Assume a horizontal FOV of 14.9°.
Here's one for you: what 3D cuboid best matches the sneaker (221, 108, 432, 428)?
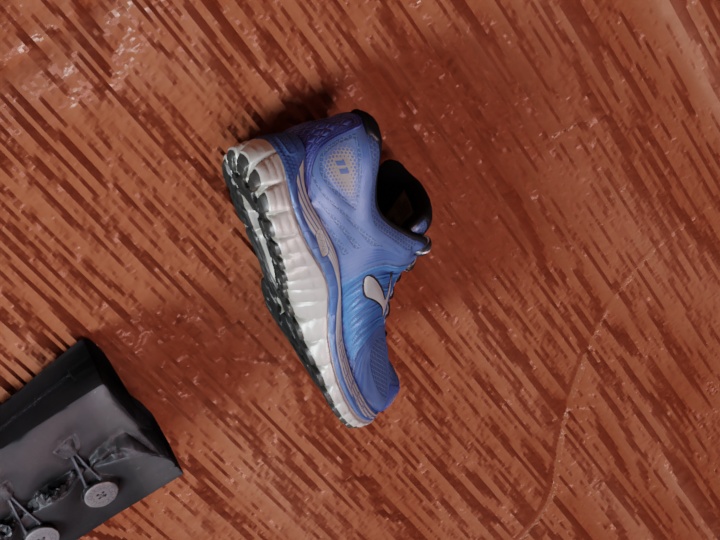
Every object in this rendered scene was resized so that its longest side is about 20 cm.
[{"bbox_3d":[0.000,0.000,1.324,0.089,0.079,0.200,-27,143,-10],"label":"sneaker"}]

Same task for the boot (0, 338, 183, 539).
[{"bbox_3d":[-0.174,0.141,1.353,0.200,0.066,0.165,-39,146,-5],"label":"boot"}]
